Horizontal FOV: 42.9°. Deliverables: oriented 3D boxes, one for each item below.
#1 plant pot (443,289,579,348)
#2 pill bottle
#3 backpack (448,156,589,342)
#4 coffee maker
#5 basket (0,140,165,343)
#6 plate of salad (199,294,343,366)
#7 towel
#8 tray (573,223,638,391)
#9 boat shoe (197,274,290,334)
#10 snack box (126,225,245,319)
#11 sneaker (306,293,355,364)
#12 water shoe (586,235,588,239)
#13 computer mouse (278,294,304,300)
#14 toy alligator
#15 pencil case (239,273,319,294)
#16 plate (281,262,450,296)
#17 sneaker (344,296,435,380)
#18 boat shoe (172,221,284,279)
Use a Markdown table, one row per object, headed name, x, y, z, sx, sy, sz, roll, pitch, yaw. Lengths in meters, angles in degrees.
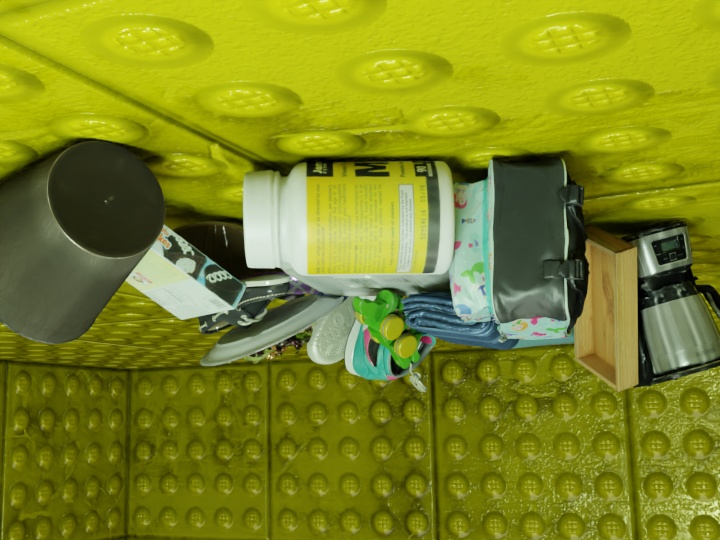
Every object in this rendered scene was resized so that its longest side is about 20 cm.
| name | x | y | z | sx | sy | sz | roll | pitch | yaw |
| --- | --- | --- | --- | --- | --- | --- | --- | --- | --- |
| plant pot | 0.196 | 0.017 | 1.284 | 0.141 | 0.142 | 0.200 | -11 | 158 | 43 |
| pill bottle | -0.013 | -0.051 | 0.904 | 0.199 | 0.115 | 0.114 | -1 | 170 | -3 |
| backpack | 0.170 | -0.013 | 0.958 | 0.150 | 0.178 | 0.200 | -3 | 168 | 20 |
| coffee maker | 0.391 | 0.051 | 1.245 | 0.134 | 0.201 | 0.192 | -8 | 168 | -36 |
| basket | -0.282 | -0.034 | 0.883 | 0.200 | 0.181 | 0.136 | -24 | -170 | 48 |
| plate of salad | -0.109 | 0.082 | 1.163 | 0.200 | 0.048 | 0.200 | -23 | -171 | 4 |
| towel | 0.130 | 0.062 | 1.127 | 0.111 | 0.049 | 0.200 | 7 | 172 | 21 |
| tray | 0.323 | 0.048 | 1.210 | 0.037 | 0.201 | 0.099 | -16 | -155 | -18 |
| boat shoe | -0.150 | 0.044 | 1.148 | 0.074 | 0.061 | 0.200 | -6 | 175 | -42 |
| snack box | -0.243 | -0.015 | 1.054 | 0.116 | 0.037 | 0.200 | -12 | 138 | 45 |
| sneaker | -0.041 | 0.050 | 1.318 | 0.111 | 0.200 | 0.077 | -5 | 138 | 47 |
| water shoe | 0.201 | -0.028 | 1.136 | 0.200 | 0.072 | 0.079 | -24 | 175 | -39 |
| computer mouse | -0.157 | 0.007 | 1.363 | 0.200 | 0.034 | 0.059 | 16 | -166 | 37 |
| toy alligator | 0.051 | 0.079 | 1.135 | 0.059 | 0.054 | 0.200 | 28 | 162 | 45 |
| pencil case | -0.128 | -0.001 | 1.258 | 0.199 | 0.084 | 0.086 | -3 | -154 | 5 |
| plate | 0.000 | 0.000 | 1.083 | 0.199 | 0.032 | 0.200 | -1 | 165 | 23 |
| sneaker | 0.049 | 0.058 | 1.223 | 0.083 | 0.201 | 0.121 | 3 | -170 | -45 |
| boat shoe | -0.154 | -0.027 | 1.157 | 0.199 | 0.072 | 0.065 | -2 | -172 | -27 |
